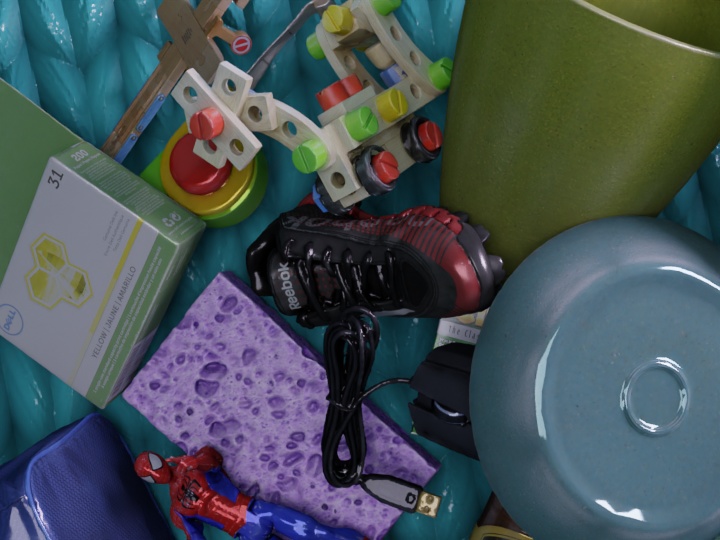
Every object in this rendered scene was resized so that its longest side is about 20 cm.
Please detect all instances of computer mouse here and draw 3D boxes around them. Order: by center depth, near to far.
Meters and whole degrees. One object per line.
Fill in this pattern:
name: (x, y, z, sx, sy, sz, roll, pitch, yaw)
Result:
computer mouse: (0.066, 0.105, 0.849, 0.197, 0.046, 0.142, 11, 123, 1)

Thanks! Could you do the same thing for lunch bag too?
lunch bag: (-0.213, 0.191, 0.898, 0.131, 0.200, 0.137, -27, 93, 10)

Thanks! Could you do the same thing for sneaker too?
sneaker: (0.000, 0.000, 0.867, 0.097, 0.199, 0.072, -27, 114, -32)

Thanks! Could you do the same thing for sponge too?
sponge: (-0.053, 0.108, 0.958, 0.200, 0.030, 0.112, 42, 98, 5)

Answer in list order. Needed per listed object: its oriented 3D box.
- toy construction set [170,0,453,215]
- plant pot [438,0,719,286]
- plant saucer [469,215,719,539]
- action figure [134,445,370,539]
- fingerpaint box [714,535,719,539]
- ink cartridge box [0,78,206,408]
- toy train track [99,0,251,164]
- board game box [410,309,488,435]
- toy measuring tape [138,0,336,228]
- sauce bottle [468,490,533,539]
toy construction set: (-0.015, -0.109, 0.872, 0.092, 0.199, 0.132, -21, 100, 50)
plant pot: (0.124, -0.082, 0.859, 0.185, 0.187, 0.202, 26, 117, 7)
plant saucer: (0.159, 0.070, 0.795, 0.197, 0.036, 0.203, 0, 90, -16)
action figure: (-0.065, 0.169, 0.902, 0.198, 0.099, 0.066, 27, 96, 10)
fingerpaint box: (0.270, 0.107, 0.874, 0.165, 0.073, 0.202, -25, 92, 0)
ink cartridge box: (-0.214, -0.025, 0.940, 0.199, 0.048, 0.146, 34, 120, 7)
toy train track: (-0.128, -0.116, 0.953, 0.032, 0.115, 0.201, 25, 111, -37)
board game box: (0.140, 0.082, 0.933, 0.197, 0.023, 0.106, 16, 96, 7)
toy measuring tape: (-0.070, -0.091, 0.939, 0.074, 0.074, 0.200, 43, 91, 5)
sauce bottle: (0.098, 0.180, 0.911, 0.064, 0.065, 0.202, 23, 102, 7)
